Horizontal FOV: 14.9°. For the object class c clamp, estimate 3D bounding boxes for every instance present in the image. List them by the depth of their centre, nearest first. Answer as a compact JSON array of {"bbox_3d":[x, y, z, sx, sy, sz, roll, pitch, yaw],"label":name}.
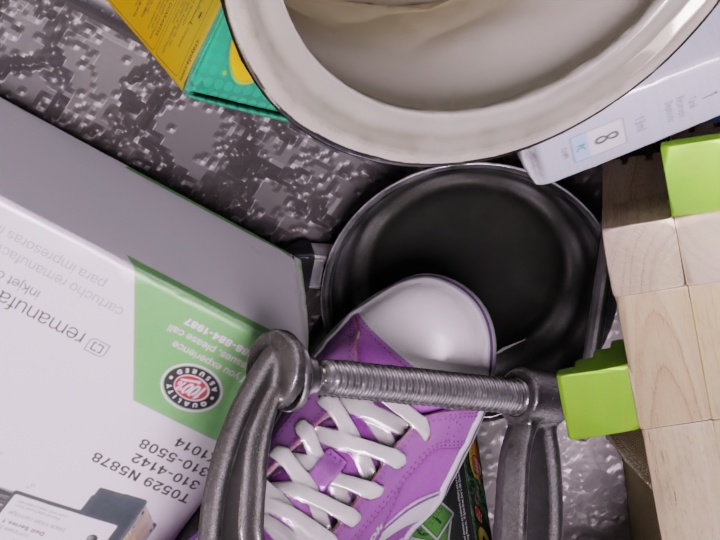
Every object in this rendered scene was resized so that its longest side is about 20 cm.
[{"bbox_3d":[0.018,0.065,0.983,0.200,0.027,0.171,0,91,-43],"label":"c clamp"}]

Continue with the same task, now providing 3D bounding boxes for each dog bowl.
[{"bbox_3d":[0.032,-0.134,0.828,0.200,0.074,0.200,-18,132,-21],"label":"dog bowl"}]

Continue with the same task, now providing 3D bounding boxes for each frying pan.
[{"bbox_3d":[0.005,0.014,1.067,0.190,0.031,0.115,-12,119,5],"label":"frying pan"}]

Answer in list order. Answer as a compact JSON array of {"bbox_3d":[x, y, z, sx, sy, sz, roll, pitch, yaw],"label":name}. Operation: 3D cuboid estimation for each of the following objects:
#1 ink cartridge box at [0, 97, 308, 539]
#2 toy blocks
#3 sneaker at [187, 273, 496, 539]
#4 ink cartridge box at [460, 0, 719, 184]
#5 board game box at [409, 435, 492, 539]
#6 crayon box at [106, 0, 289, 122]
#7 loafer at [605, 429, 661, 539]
[{"bbox_3d":[-0.133,0.055,1.016,0.146,0.084,0.200,28,113,-19],"label":"ink cartridge box"},{"bbox_3d":[0.127,0.028,1.012,0.100,0.137,0.200,-9,109,9],"label":"toy blocks"},{"bbox_3d":[-0.017,0.087,0.999,0.073,0.114,0.201,34,88,5],"label":"sneaker"},{"bbox_3d":[0.119,-0.138,0.937,0.200,0.160,0.047,-23,154,1],"label":"ink cartridge box"},{"bbox_3d":[0.006,0.155,1.043,0.105,0.200,0.023,-16,149,16],"label":"board game box"},{"bbox_3d":[-0.021,-0.165,0.905,0.058,0.119,0.200,11,117,-39],"label":"crayon box"},{"bbox_3d":[0.142,0.129,1.135,0.067,0.076,0.200,-32,120,-2],"label":"loafer"}]
